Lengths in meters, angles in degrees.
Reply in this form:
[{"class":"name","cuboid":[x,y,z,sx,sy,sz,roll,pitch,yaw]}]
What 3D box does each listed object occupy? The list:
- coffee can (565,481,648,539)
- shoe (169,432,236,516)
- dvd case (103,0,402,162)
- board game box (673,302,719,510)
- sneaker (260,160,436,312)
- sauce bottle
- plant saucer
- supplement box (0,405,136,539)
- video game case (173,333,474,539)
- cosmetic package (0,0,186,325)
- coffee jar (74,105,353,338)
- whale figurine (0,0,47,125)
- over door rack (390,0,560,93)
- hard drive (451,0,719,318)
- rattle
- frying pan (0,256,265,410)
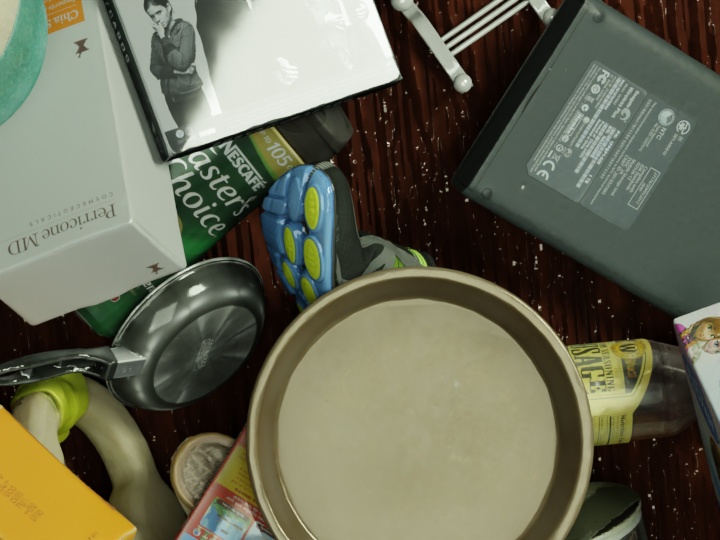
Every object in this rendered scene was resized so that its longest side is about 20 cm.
[{"class":"coffee can","cuboid":[0.121,0.247,1.758,0.146,0.146,0.200,-15,101,-2]},{"class":"shoe","cuboid":[-0.032,0.168,1.714,0.200,0.053,0.070,43,75,-2]},{"class":"dvd case","cuboid":[-0.078,-0.178,1.650,0.150,0.025,0.200,-19,87,-19]},{"class":"board game box","cuboid":[0.245,0.153,1.686,0.041,0.200,0.200,-19,132,0]},{"class":"sneaker","cuboid":[0.000,0.000,1.717,0.083,0.071,0.200,-36,137,-11]},{"class":"sauce bottle","cuboid":[0.156,0.074,1.772,0.200,0.066,0.066,-7,101,-5]},{"class":"plant saucer","cuboid":[0.033,0.098,1.662,0.200,0.029,0.200,0,86,-3]},{"class":"supplement box","cuboid":[-0.221,0.183,1.671,0.126,0.074,0.200,41,134,14]},{"class":"video game case","cuboid":[-0.022,0.153,1.679,0.143,0.017,0.200,32,80,-3]},{"class":"cosmetic package","cuboid":[-0.172,-0.082,1.647,0.101,0.071,0.200,-21,61,14]},{"class":"coffee jar","cuboid":[-0.106,-0.058,1.712,0.200,0.085,0.104,-40,113,3]},{"class":"whale figurine","cuboid":[-0.248,-0.147,1.613,0.159,0.200,0.104,-47,139,5]},{"class":"over door rack","cuboid":[0.061,-0.223,1.707,0.148,0.067,0.200,-35,101,2]},{"class":"hard drive","cuboid":[0.173,-0.061,1.740,0.200,0.033,0.140,29,98,-22]},{"class":"rattle","cuboid":[-0.176,0.163,1.757,0.143,0.130,0.200,-34,124,10]},{"class":"frying pan","cuboid":[-0.122,0.037,1.698,0.031,0.190,0.115,45,109,31]}]
